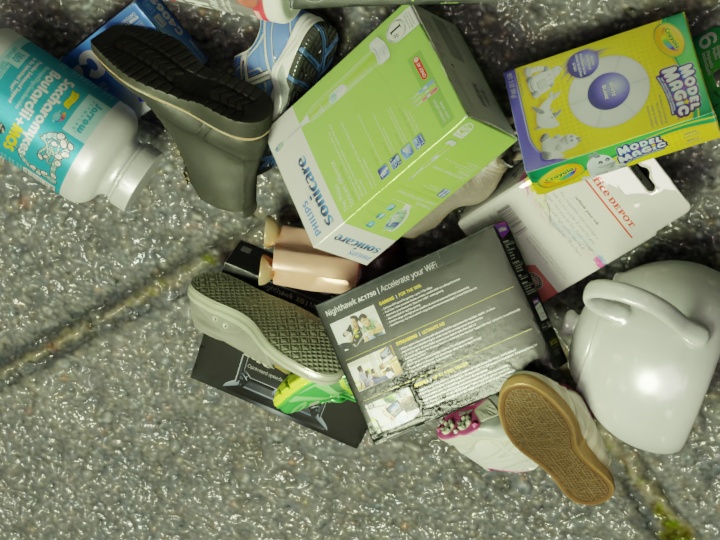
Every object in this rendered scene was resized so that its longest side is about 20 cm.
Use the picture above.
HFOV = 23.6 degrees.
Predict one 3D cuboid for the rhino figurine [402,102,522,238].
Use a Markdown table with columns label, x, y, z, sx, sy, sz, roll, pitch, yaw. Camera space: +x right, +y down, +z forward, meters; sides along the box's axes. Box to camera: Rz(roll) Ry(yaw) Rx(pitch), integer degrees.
| label | x | y | z | sx | sy | sz | roll | pitch | yaw |
| --- | --- | --- | --- | --- | --- | --- | --- | --- | --- |
| rhino figurine | 0.087 | -0.099 | 1.656 | 0.200 | 0.060 | 0.088 | -29 | 84 | 32 |

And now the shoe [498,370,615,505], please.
| label | x | y | z | sx | sy | sz | roll | pitch | yaw |
| --- | --- | --- | --- | --- | --- | --- | --- | --- | --- |
| shoe | 0.184 | 0.150 | 1.632 | 0.070 | 0.053 | 0.200 | -14 | 136 | 24 |

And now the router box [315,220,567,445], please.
| label | x | y | z | sx | sy | sz | roll | pitch | yaw |
| --- | --- | --- | --- | --- | --- | --- | --- | --- | --- |
| router box | 0.076 | 0.060 | 1.646 | 0.200 | 0.051 | 0.149 | -24 | 87 | 19 |

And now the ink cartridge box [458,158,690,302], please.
| label | x | y | z | sx | sy | sz | roll | pitch | yaw |
| --- | --- | --- | --- | --- | --- | --- | --- | --- | --- |
| ink cartridge box | 0.208 | -0.064 | 1.645 | 0.200 | 0.068 | 0.117 | -32 | 105 | 31 |

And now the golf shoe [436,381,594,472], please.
| label | x | y | z | sx | sy | sz | roll | pitch | yaw |
| --- | --- | --- | --- | --- | --- | --- | --- | --- | --- |
| golf shoe | 0.172 | 0.165 | 1.768 | 0.200 | 0.075 | 0.092 | -8 | 131 | 50 |

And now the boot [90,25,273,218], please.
| label | x | y | z | sx | sy | sz | roll | pitch | yaw |
| --- | --- | --- | --- | --- | --- | --- | --- | --- | --- |
| boot | -0.179 | -0.140 | 1.669 | 0.200 | 0.077 | 0.139 | 33 | 140 | 21 |

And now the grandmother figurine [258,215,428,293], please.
| label | x | y | z | sx | sy | sz | roll | pitch | yaw |
| --- | --- | --- | --- | --- | --- | --- | --- | --- | --- |
| grandmother figurine | 0.000 | 0.000 | 1.739 | 0.199 | 0.061 | 0.122 | 7 | 98 | 3 |

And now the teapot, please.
| label | x | y | z | sx | sy | sz | roll | pitch | yaw |
| --- | --- | --- | --- | --- | --- | --- | --- | --- | --- |
| teapot | 0.261 | 0.069 | 1.630 | 0.146 | 0.197 | 0.200 | 20 | 119 | 7 |

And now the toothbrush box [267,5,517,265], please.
| label | x | y | z | sx | sy | sz | roll | pitch | yaw |
| --- | --- | --- | --- | --- | --- | --- | --- | --- | --- |
| toothbrush box | 0.024 | -0.126 | 1.604 | 0.200 | 0.086 | 0.146 | -40 | 57 | 23 |

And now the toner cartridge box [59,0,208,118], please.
| label | x | y | z | sx | sy | sz | roll | pitch | yaw |
| --- | --- | --- | --- | --- | --- | --- | --- | --- | --- |
| toner cartridge box | -0.257 | -0.189 | 1.739 | 0.200 | 0.043 | 0.095 | -33 | 105 | 30 |

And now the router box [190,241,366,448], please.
| label | x | y | z | sx | sy | sz | roll | pitch | yaw |
| --- | --- | --- | --- | --- | --- | --- | --- | --- | --- |
| router box | -0.065 | 0.079 | 1.822 | 0.200 | 0.052 | 0.157 | 23 | 122 | 4 |

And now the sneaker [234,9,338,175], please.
| label | x | y | z | sx | sy | sz | roll | pitch | yaw |
| --- | --- | --- | --- | --- | --- | --- | --- | --- | --- |
| sneaker | -0.087 | -0.176 | 1.685 | 0.077 | 0.076 | 0.200 | 40 | 126 | 20 |

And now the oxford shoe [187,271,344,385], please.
| label | x | y | z | sx | sy | sz | roll | pitch | yaw |
| --- | --- | --- | --- | --- | --- | --- | --- | --- | --- |
| oxford shoe | -0.094 | 0.066 | 1.732 | 0.200 | 0.075 | 0.058 | 28 | 128 | 28 |

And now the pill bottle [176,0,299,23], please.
| label | x | y | z | sx | sy | sz | roll | pitch | yaw |
| --- | --- | --- | --- | --- | --- | --- | --- | --- | --- |
| pill bottle | -0.148 | -0.301 | 1.599 | 0.200 | 0.111 | 0.111 | 14 | 122 | 13 |

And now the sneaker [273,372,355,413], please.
| label | x | y | z | sx | sy | sz | roll | pitch | yaw |
| --- | --- | --- | --- | --- | --- | --- | --- | --- | --- |
| sneaker | -0.002 | 0.111 | 1.744 | 0.200 | 0.074 | 0.084 | -22 | 104 | 25 |

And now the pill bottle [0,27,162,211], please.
| label | x | y | z | sx | sy | sz | roll | pitch | yaw |
| --- | --- | --- | --- | --- | --- | --- | --- | --- | --- |
| pill bottle | -0.295 | -0.141 | 1.687 | 0.200 | 0.111 | 0.111 | 32 | 123 | -2 |

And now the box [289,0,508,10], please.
| label | x | y | z | sx | sy | sz | roll | pitch | yaw |
| --- | --- | --- | --- | --- | --- | --- | --- | --- | --- |
| box | 0.041 | -0.313 | 1.510 | 0.199 | 0.149 | 0.125 | 1 | 120 | 17 |

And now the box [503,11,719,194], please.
| label | x | y | z | sx | sy | sz | roll | pitch | yaw |
| --- | --- | --- | --- | --- | --- | --- | --- | --- | --- |
| box | 0.236 | -0.153 | 1.542 | 0.200 | 0.118 | 0.048 | -17 | 149 | 12 |
